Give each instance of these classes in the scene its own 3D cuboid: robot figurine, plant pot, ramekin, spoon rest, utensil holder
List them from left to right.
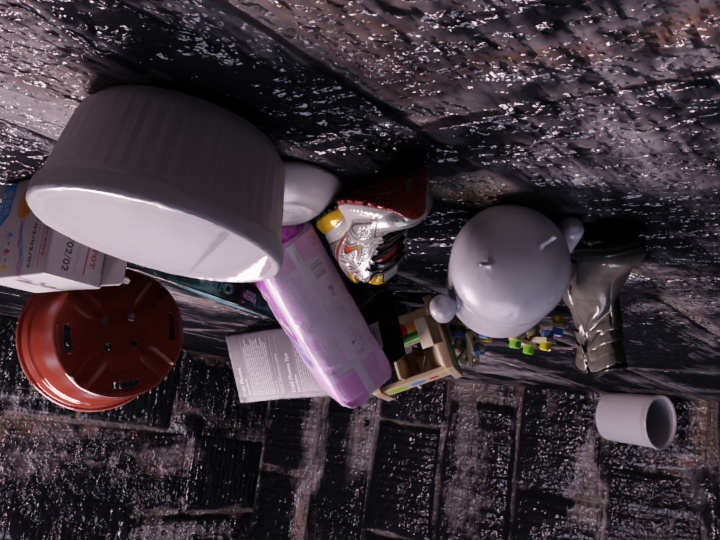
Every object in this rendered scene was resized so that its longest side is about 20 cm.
[{"bbox_3d":[-0.316,0.079,0.960,0.199,0.203,0.195,13,168,-26],"label":"plant pot"},{"bbox_3d":[-0.150,-0.066,0.616,0.200,0.095,0.203,12,164,3],"label":"ramekin"},{"bbox_3d":[-0.106,-0.068,0.751,0.198,0.061,0.099,-17,158,34],"label":"spoon rest"},{"bbox_3d":[0.141,0.003,0.755,0.169,0.114,0.200,-33,168,-4],"label":"robot figurine"},{"bbox_3d":[0.895,0.483,2.505,0.168,0.172,0.199,14,169,-32],"label":"utensil holder"}]

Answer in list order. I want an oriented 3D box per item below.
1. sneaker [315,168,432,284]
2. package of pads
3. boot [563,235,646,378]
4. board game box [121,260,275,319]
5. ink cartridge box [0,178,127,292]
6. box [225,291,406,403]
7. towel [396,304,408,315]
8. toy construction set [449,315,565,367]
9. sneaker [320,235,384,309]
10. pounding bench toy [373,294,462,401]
[{"bbox_3d":[0.021,-0.034,0.685,0.077,0.083,0.200,-24,180,-15],"label":"sneaker"},{"bbox_3d":[-0.050,0.040,0.820,0.201,0.075,0.120,62,165,-24],"label":"package of pads"},{"bbox_3d":[0.260,0.042,0.801,0.067,0.132,0.200,-10,170,-1],"label":"boot"},{"bbox_3d":[-0.176,0.018,0.890,0.134,0.028,0.200,17,173,7],"label":"board game box"},{"bbox_3d":[-0.328,-0.041,0.839,0.198,0.117,0.067,-4,163,42],"label":"ink cartridge box"},{"bbox_3d":[-0.061,0.110,1.129,0.180,0.105,0.199,-11,-175,30],"label":"box"},{"bbox_3d":[0.007,0.075,1.363,0.111,0.049,0.199,-1,165,34],"label":"towel"},{"bbox_3d":[0.221,0.097,1.257,0.130,0.093,0.199,16,155,-37],"label":"toy construction set"},{"bbox_3d":[0.000,0.000,0.879,0.080,0.078,0.199,52,159,-19],"label":"sneaker"},{"bbox_3d":[0.064,0.126,1.249,0.154,0.126,0.200,-20,162,9],"label":"pounding bench toy"}]
